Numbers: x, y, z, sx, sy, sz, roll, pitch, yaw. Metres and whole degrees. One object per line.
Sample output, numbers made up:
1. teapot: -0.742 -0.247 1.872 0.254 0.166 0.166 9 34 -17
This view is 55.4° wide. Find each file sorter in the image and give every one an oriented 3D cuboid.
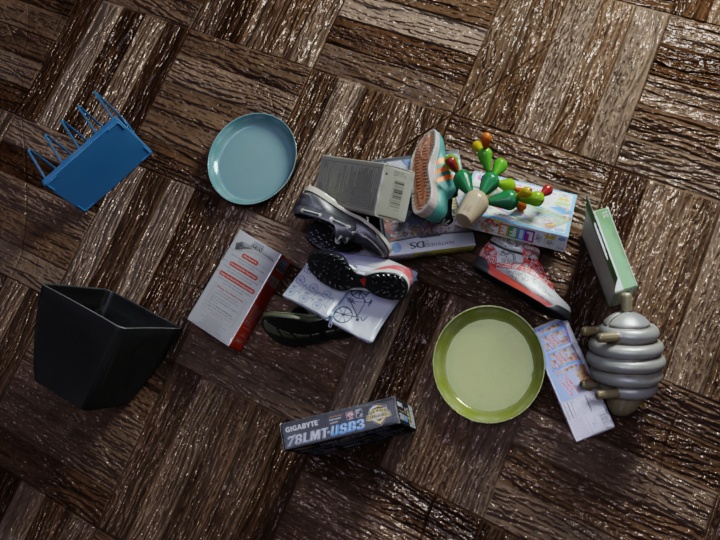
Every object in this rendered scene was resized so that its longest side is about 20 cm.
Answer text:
1. file sorter: -0.578 -0.256 1.457 0.199 0.139 0.123 -41 67 -1

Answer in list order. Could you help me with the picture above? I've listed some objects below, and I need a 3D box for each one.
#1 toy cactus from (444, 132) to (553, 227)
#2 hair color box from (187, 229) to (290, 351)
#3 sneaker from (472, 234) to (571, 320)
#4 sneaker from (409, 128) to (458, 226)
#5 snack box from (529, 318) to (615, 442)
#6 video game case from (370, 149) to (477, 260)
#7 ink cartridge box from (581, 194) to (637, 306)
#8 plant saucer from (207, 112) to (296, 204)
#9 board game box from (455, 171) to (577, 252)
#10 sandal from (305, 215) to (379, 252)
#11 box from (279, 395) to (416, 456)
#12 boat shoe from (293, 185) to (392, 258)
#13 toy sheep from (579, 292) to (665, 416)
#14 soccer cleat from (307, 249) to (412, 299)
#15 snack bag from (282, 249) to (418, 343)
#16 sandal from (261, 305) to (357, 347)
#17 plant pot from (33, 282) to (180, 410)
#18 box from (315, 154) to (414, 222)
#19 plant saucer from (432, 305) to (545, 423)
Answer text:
1. toy cactus: 0.221 -0.144 1.187 0.198 0.103 0.166 32 60 13
2. hair color box: -0.235 0.039 1.336 0.109 0.064 0.203 28 83 19
3. sneaker: 0.306 -0.003 1.217 0.199 0.067 0.109 32 84 29
4. sneaker: 0.140 -0.169 1.275 0.071 0.079 0.204 -29 44 42
5. snack box: 0.362 0.185 1.182 0.070 0.024 0.204 -22 71 7
6. video game case: 0.117 -0.125 1.303 0.176 0.026 0.205 -7 72 -3
7. ink cartridge box: 0.414 -0.034 1.139 0.047 0.200 0.149 -17 71 9
8. plant saucer: -0.223 -0.229 1.428 0.195 0.027 0.206 -4 73 11
9. board game box: 0.283 -0.110 1.239 0.195 0.035 0.135 16 43 15
10. sandal: -0.011 -0.067 1.308 0.195 0.045 0.077 -9 67 -20
11. box: -0.014 0.265 1.150 0.195 0.199 0.051 -16 69 8
12. boat shoe: -0.034 -0.073 1.243 0.198 0.073 0.063 35 71 7
13. toy sheep: 0.431 0.139 1.120 0.134 0.138 0.206 2 102 13
14. soccer cleat: 0.000 0.000 1.252 0.195 0.073 0.070 13 116 12
15. snack bag: -0.016 0.027 1.274 0.197 0.022 0.190 28 57 17
16. sandal: -0.088 0.095 1.289 0.195 0.081 0.058 -4 40 -4
17. plant pot: -0.499 0.150 1.305 0.196 0.200 0.181 24 93 17
18. box: 0.002 -0.154 1.269 0.198 0.076 0.098 21 100 51
19. plant saucer: 0.226 0.165 1.209 0.195 0.031 0.206 -4 75 16
